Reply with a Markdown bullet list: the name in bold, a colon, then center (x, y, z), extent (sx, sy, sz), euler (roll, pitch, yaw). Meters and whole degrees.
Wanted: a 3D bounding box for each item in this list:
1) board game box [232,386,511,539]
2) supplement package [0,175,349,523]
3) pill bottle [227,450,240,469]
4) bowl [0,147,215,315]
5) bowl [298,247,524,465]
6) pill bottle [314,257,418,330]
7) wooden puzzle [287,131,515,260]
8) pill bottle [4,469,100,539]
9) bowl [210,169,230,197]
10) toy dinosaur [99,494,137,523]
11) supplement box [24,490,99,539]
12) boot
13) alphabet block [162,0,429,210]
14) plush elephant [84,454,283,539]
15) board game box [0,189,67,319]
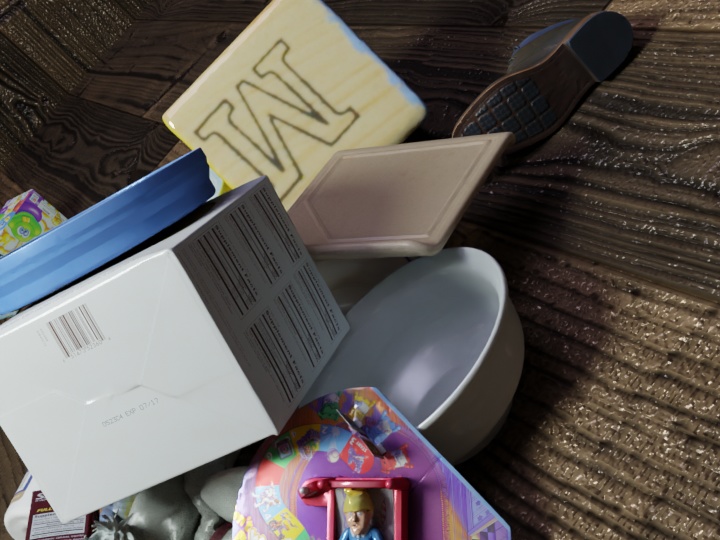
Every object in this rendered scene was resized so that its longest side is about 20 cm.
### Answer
- **board game box**: center (-0.004, 0.178, 0.758), extent (0.158, 0.039, 0.200), euler (-48, 68, 6)
- **supplement package**: center (-0.142, 0.051, 0.857), extent (0.191, 0.148, 0.200), euler (-24, 11, 20)
- **pill bottle**: center (-0.214, 0.128, 1.095), extent (0.199, 0.113, 0.113), euler (17, 58, 17)
- **bowl**: center (-0.200, -0.028, 0.872), extent (0.200, 0.039, 0.201), euler (-28, 9, 5)
- **bowl**: center (0.054, 0.087, 0.882), extent (0.201, 0.090, 0.201), euler (-35, 28, 22)
- **pill bottle**: center (0.000, 0.000, 1.057), extent (0.112, 0.112, 0.200), euler (-33, 30, 25)
- **wooden puzzle**: center (0.020, -0.057, 0.986), extent (0.184, 0.037, 0.200), euler (-2, 31, 34)
- **pill bottle**: center (-0.275, 0.195, 1.190), extent (0.111, 0.111, 0.201), euler (-22, 35, 40)
- **bowl**: center (-0.192, -0.012, 1.355), extent (0.200, 0.108, 0.201), euler (-38, 27, 23)
- **toy dinosaur**: center (-0.218, 0.196, 1.005), extent (0.200, 0.105, 0.182), euler (-37, 72, 26)
- **supplement box**: center (-0.259, 0.297, 1.002), extent (0.061, 0.109, 0.200), euler (-6, 35, -3)
- **boot**: center (0.170, -0.180, 1.122), extent (0.200, 0.075, 0.097), euler (-36, 16, 6)
- **alphabet block**: center (-0.067, -0.161, 1.231), extent (0.200, 0.196, 0.195), euler (-46, 3, 1)
- **plush elephant**: center (-0.095, 0.208, 0.881), extent (0.200, 0.154, 0.166), euler (-17, -58, -65)
- **board game box**: center (-0.603, -0.025, 1.982), extent (0.105, 0.103, 0.201), euler (-15, 40, 47)
